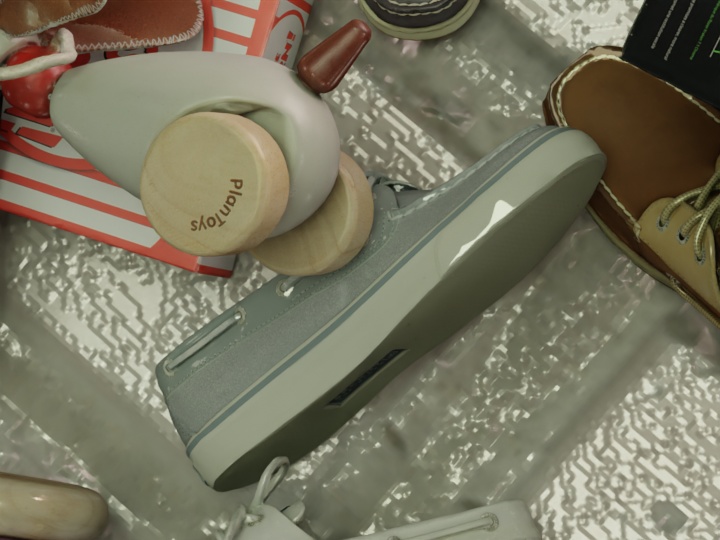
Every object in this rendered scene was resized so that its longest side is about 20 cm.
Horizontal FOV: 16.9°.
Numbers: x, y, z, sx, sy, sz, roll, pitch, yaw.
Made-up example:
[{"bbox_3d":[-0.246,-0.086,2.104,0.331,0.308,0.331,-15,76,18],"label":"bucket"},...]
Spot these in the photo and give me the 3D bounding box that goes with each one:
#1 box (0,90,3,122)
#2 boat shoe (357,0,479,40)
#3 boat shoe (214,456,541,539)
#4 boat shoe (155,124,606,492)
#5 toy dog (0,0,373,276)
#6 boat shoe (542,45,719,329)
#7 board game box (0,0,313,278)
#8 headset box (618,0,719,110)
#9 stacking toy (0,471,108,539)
[{"bbox_3d":[-0.249,-0.029,0.949,0.200,0.079,0.141,15,117,15],"label":"box"},{"bbox_3d":[0.020,-0.193,0.961,0.072,0.065,0.200,2,81,11],"label":"boat shoe"},{"bbox_3d":[-0.029,0.114,0.903,0.202,0.075,0.086,-9,70,-3],"label":"boat shoe"},{"bbox_3d":[0.000,0.000,0.917,0.201,0.070,0.072,-40,71,16],"label":"boat shoe"},{"bbox_3d":[-0.074,-0.078,0.864,0.200,0.132,0.096,31,98,-1],"label":"toy dog"},{"bbox_3d":[0.148,-0.011,0.897,0.076,0.074,0.200,-45,75,0],"label":"boat shoe"},{"bbox_3d":[-0.126,-0.098,0.975,0.200,0.046,0.152,17,91,14],"label":"board game box"},{"bbox_3d":[0.215,-0.072,0.837,0.200,0.174,0.093,29,106,14],"label":"headset box"},{"bbox_3d":[-0.153,0.177,0.924,0.085,0.085,0.200,8,85,13],"label":"stacking toy"}]
